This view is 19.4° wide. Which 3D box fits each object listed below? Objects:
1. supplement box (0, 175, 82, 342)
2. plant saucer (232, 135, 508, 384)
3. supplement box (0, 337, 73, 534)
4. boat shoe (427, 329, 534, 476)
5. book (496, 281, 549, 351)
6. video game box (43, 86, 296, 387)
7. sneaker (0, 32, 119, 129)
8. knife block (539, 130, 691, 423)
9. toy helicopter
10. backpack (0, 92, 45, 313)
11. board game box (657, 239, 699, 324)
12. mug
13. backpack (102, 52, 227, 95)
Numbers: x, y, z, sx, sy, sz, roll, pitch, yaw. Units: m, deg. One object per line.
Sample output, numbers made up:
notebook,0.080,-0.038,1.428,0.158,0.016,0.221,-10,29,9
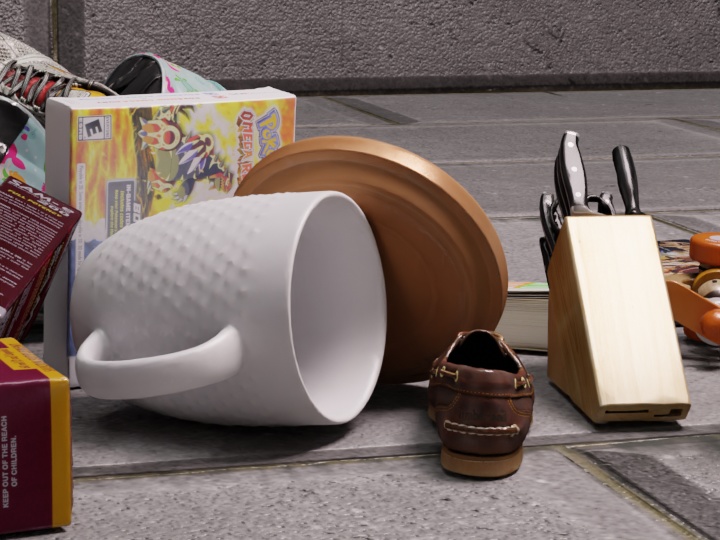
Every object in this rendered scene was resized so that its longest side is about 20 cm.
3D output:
supplement box,-0.246,0.025,1.350,0.061,0.109,0.200,26,21,-3
plant saucer,0.000,0.000,1.423,0.199,0.201,0.032,4,38,20
supplement box,-0.266,0.095,1.138,0.199,0.086,0.110,-5,12,-25
boat shoe,0.078,0.072,1.335,0.070,0.071,0.200,-1,9,-1
book,0.097,0.030,1.656,0.199,0.048,0.134,1,6,15
video game box,-0.134,-0.025,1.499,0.181,0.201,0.047,-7,17,-34
sneaker,-0.237,-0.134,1.656,0.199,0.078,0.082,30,-24,-9
knife block,0.169,-0.001,1.440,0.064,0.177,0.200,-2,11,-8
toy helicopter,0.303,0.032,1.559,0.199,0.079,0.132,13,16,35
backpack,-0.289,-0.040,1.621,0.177,0.151,0.200,8,-25,37
board game box,0.264,0.008,1.791,0.135,0.035,0.200,-3,11,-19
mug,-0.101,0.035,1.339,0.174,0.148,0.200,-2,18,25
backpack,-0.181,-0.079,1.802,0.150,0.201,0.177,18,0,-27
